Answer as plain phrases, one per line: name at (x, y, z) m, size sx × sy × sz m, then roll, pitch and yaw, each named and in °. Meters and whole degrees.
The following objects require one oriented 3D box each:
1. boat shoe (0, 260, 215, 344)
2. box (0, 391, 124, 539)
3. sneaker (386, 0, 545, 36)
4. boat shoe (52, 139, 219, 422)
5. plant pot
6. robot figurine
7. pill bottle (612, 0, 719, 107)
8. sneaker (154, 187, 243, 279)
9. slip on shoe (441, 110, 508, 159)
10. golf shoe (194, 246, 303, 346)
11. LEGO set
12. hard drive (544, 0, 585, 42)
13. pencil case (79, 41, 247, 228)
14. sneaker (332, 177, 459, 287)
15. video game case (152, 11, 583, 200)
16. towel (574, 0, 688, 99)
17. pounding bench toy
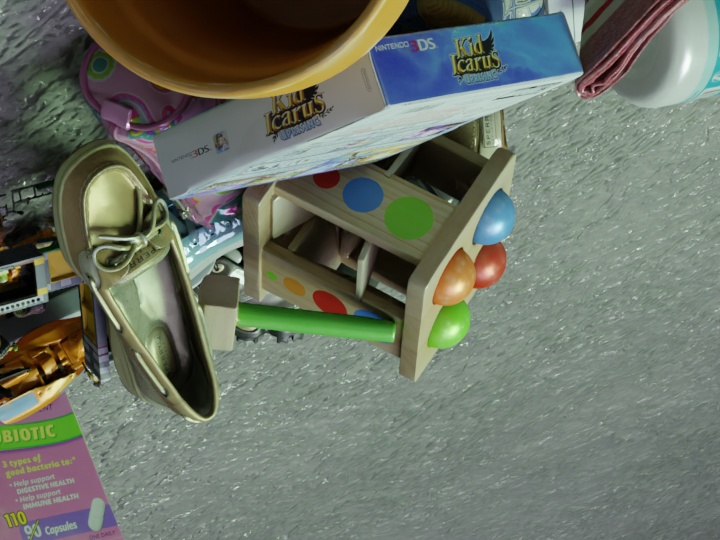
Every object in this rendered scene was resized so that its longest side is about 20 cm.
boat shoe at (-0.201, 0.015, 1.766) m, size 0.199 × 0.070 × 0.066 m, roll -24°, pitch 175°, yaw -12°
box at (-0.295, 0.145, 1.767) m, size 0.175 × 0.201 × 0.097 m, roll -8°, pitch 154°, yaw -37°
sneaker at (0.068, -0.180, 1.580) m, size 0.075 × 0.089 × 0.200 m, roll 2°, pitch 176°, yaw 19°
boat shoe at (-0.135, 0.009, 1.526) m, size 0.073 × 0.063 × 0.202 m, roll -33°, pitch 129°, yaw -27°
plant pot at (-0.045, -0.192, 1.303) m, size 0.199 × 0.201 × 0.183 m, roll -31°, pitch 175°, yaw 15°
robot figurine at (-0.278, 0.058, 1.677) m, size 0.199 × 0.146 × 0.058 m, roll -30°, pitch 177°, yaw -18°
pill bottle at (0.264, -0.181, 1.687) m, size 0.199 × 0.111 × 0.111 m, roll -13°, pitch 156°, yaw -30°
sneaker at (-0.109, -0.048, 1.715) m, size 0.199 × 0.074 × 0.082 m, roll -28°, pitch 161°, yaw -30°
slip on shoe at (0.074, -0.105, 1.742) m, size 0.060 × 0.077 × 0.200 m, roll -5°, pitch -173°, yaw 5°
golf shoe at (-0.132, 0.007, 1.835) m, size 0.198 × 0.078 × 0.095 m, roll -7°, pitch 124°, yaw -18°
LEGO set at (-0.210, 0.019, 1.612) m, size 0.199 × 0.153 × 0.117 m, roll -20°, pitch 122°, yaw -31°
hard drive at (0.218, -0.228, 1.716) m, size 0.199 × 0.027 × 0.132 m, roll -25°, pitch 159°, yaw -3°
pencil case at (-0.113, -0.093, 1.575) m, size 0.087 × 0.088 × 0.200 m, roll -26°, pitch 159°, yaw 3°
sneaker at (0.017, -0.039, 1.781) m, size 0.099 × 0.071 × 0.200 m, roll -38°, pitch -173°, yaw 18°
video game case at (0.005, -0.100, 1.464) m, size 0.181 × 0.046 × 0.199 m, roll -22°, pitch 175°, yaw 40°
towel at (0.186, -0.214, 1.512) m, size 0.023 × 0.201 × 0.144 m, roll 27°, pitch 136°, yaw -17°
pounding bench toy at (0.000, 0.000, 1.624) m, size 0.201 × 0.155 × 0.125 m, roll -55°, pitch 164°, yaw -29°
